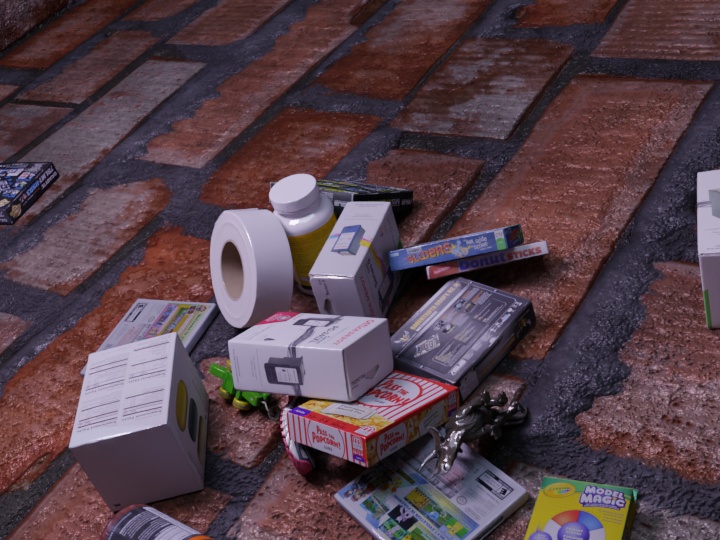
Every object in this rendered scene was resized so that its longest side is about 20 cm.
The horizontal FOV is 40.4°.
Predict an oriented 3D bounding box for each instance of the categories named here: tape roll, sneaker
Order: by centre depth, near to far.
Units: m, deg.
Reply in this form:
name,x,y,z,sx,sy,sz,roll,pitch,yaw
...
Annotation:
name,x,y,z,sx,sy,sz,roll,pitch,yaw
sneaker,-0.072,0.214,1.451,0.075,0.081,0.200,-9,37,11
tape roll,-0.189,-0.005,1.676,0.071,0.203,0.202,-7,29,-29

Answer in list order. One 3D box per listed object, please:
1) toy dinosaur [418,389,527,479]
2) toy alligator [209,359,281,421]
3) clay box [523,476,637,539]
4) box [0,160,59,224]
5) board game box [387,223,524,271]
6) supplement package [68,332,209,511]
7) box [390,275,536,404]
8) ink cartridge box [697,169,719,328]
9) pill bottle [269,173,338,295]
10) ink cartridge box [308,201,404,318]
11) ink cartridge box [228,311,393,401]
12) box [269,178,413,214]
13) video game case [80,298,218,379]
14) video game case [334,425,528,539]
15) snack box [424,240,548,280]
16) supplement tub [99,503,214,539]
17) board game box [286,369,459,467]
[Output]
name,x,y,z,sx,sy,sz,roll,pitch,yaw
toy dinosaur,0.157,0.202,1.331,0.102,0.077,0.200,-26,0,38
toy alligator,-0.168,0.191,1.550,0.054,0.059,0.200,5,15,-44
clay box,0.261,0.325,1.181,0.115,0.048,0.200,2,42,27
box,-0.863,-0.189,2.358,0.200,0.050,0.199,1,42,26
board game box,0.161,-0.038,1.633,0.200,0.034,0.135,-11,2,20
supplement package,-0.328,0.228,1.488,0.151,0.152,0.200,-15,36,5
box,0.150,0.102,1.518,0.158,0.048,0.200,18,50,42
ink cartridge box,0.542,-0.035,1.432,0.084,0.146,0.200,-4,38,22
pill bottle,-0.088,-0.064,1.713,0.112,0.200,0.112,-12,37,9
ink cartridge box,0.000,0.000,1.636,0.087,0.145,0.200,2,41,25
ink cartridge box,-0.070,0.124,1.448,0.200,0.083,0.145,1,16,28
box,-0.034,-0.139,1.837,0.200,0.048,0.193,12,15,35
video game case,-0.375,0.127,1.751,0.182,0.022,0.200,2,41,27
video game case,0.092,0.303,1.309,0.182,0.022,0.200,-35,40,-20
snack box,0.207,-0.016,1.619,0.200,0.024,0.072,-12,-1,1
supplement tub,-0.246,0.388,1.285,0.200,0.107,0.107,15,48,37
board game box,0.020,0.202,1.381,0.151,0.046,0.200,10,21,41
